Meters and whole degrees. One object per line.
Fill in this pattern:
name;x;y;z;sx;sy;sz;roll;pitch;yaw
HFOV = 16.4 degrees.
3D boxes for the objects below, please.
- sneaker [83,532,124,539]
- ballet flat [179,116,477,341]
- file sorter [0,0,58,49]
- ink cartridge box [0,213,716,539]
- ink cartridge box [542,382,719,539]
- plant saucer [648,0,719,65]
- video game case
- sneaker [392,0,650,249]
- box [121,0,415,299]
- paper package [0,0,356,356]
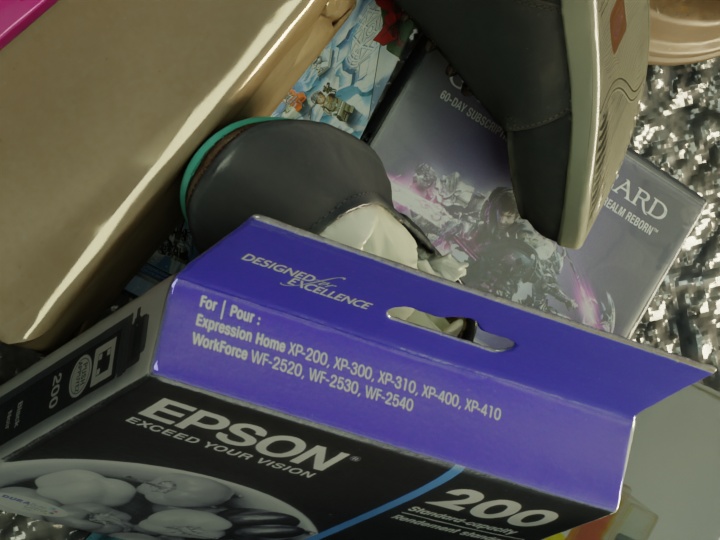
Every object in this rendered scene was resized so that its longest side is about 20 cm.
sneaker;-0.039;0.185;0.970;0.079;0.096;0.200;-45;107;-8
ballet flat;0.000;0.000;0.896;0.073;0.200;0.073;-4;74;16
file sorter;-0.115;-0.172;0.764;0.200;0.125;0.139;-41;85;-4
ink cartridge box;-0.012;0.057;0.879;0.198;0.200;0.044;18;59;-30
ink cartridge box;0.105;0.148;0.985;0.200;0.083;0.145;-59;150;-4
plant saucer;0.127;-0.183;1.000;0.200;0.029;0.201;-1;93;-28
video game case;0.036;0.021;1.018;0.143;0.019;0.200;32;85;-19
sneaker;0.050;-0.096;0.953;0.200;0.106;0.075;84;26;-45
box;-0.060;-0.087;0.963;0.137;0.040;0.200;28;87;-20
paper package;-0.130;-0.098;0.871;0.200;0.103;0.191;39;87;4
